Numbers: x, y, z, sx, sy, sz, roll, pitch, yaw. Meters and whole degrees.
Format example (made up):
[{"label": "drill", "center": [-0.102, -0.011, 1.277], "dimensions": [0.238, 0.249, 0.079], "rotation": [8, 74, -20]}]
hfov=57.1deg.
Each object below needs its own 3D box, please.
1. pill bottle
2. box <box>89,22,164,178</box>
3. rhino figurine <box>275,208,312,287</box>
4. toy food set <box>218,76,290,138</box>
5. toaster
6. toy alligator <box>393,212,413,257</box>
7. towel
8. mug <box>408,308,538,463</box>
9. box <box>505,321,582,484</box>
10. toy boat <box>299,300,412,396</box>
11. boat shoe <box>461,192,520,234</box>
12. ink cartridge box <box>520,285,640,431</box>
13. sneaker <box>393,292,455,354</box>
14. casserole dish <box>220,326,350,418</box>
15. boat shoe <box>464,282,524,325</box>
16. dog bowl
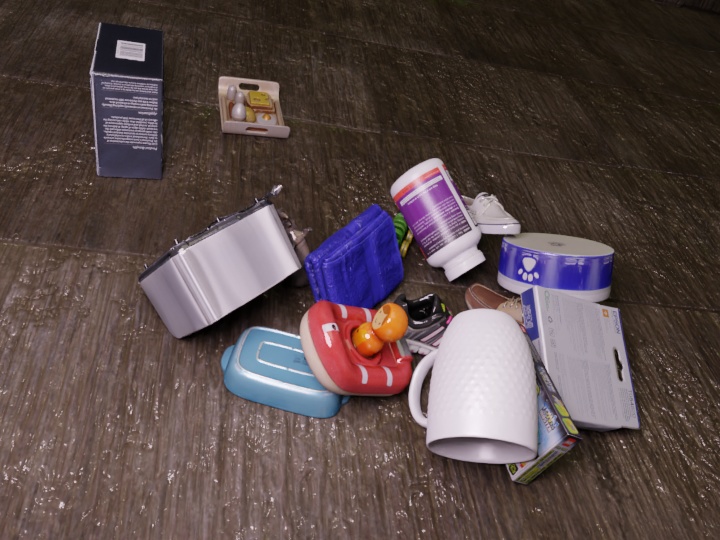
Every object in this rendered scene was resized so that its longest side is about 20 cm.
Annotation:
[{"label": "pill bottle", "center": [0.143, -0.088, 1.185], "dimensions": [0.111, 0.112, 0.204], "rotation": [-24, 83, -38]}, {"label": "box", "center": [-0.421, -0.310, 1.212], "dimensions": [0.120, 0.200, 0.203], "rotation": [2, 41, -18]}, {"label": "rhino figurine", "center": [-0.107, -0.038, 1.030], "dimensions": [0.059, 0.201, 0.088], "rotation": [-38, 73, -18]}, {"label": "toy food set", "center": [-0.234, -0.362, 1.442], "dimensions": [0.139, 0.062, 0.203], "rotation": [1, 43, -17]}, {"label": "toaster", "center": [-0.196, -0.007, 0.945], "dimensions": [0.179, 0.198, 0.121], "rotation": [-34, 97, -36]}, {"label": "toy alligator", "center": [0.059, -0.053, 1.200], "dimensions": [0.058, 0.055, 0.202], "rotation": [21, 40, 6]}, {"label": "towel", "center": [0.000, 0.000, 1.056], "dimensions": [0.048, 0.152, 0.199], "rotation": [-1, 27, 39]}, {"label": "mug", "center": [0.146, 0.158, 0.906], "dimensions": [0.146, 0.196, 0.181], "rotation": [30, 56, -39]}, {"label": "box", "center": [0.226, 0.183, 0.947], "dimensions": [0.034, 0.111, 0.203], "rotation": [21, 33, -33]}, {"label": "toy boat", "center": [0.013, 0.093, 0.915], "dimensions": [0.197, 0.130, 0.133], "rotation": [12, 47, -45]}, {"label": "boat shoe", "center": [0.232, -0.110, 1.242], "dimensions": [0.069, 0.072, 0.199], "rotation": [-1, 11, -20]}, {"label": "ink cartridge box", "center": [0.338, 0.140, 1.020], "dimensions": [0.195, 0.040, 0.206], "rotation": [14, 62, -29]}, {"label": "sneaker", "center": [0.128, 0.084, 1.038], "dimensions": [0.193, 0.090, 0.075], "rotation": [10, 31, -7]}, {"label": "casserole dish", "center": [-0.102, 0.138, 0.944], "dimensions": [0.194, 0.039, 0.123], "rotation": [16, 41, -3]}, {"label": "boat shoe", "center": [0.266, 0.077, 1.112], "dimensions": [0.198, 0.073, 0.075], "rotation": [35, 43, 20]}, {"label": "dog bowl", "center": [0.342, -0.009, 1.164], "dimensions": [0.193, 0.082, 0.200], "rotation": [3, 13, -1]}]
